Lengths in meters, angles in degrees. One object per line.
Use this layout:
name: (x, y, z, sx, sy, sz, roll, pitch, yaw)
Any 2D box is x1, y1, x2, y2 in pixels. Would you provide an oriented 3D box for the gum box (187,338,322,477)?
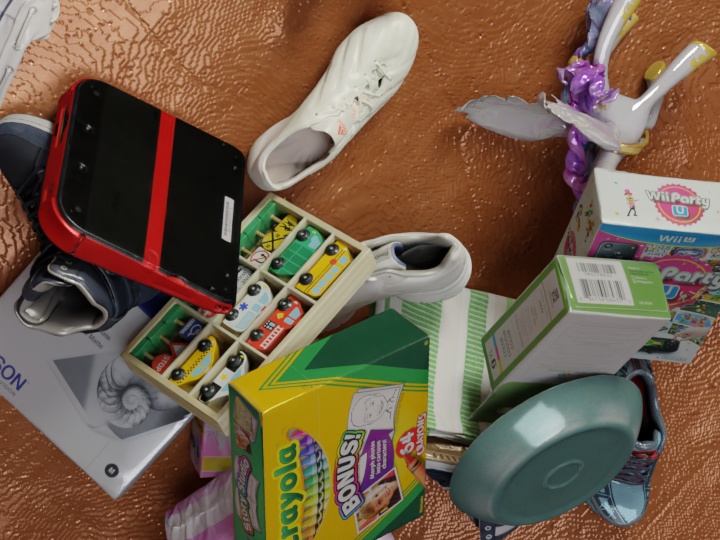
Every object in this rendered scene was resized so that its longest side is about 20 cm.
gum box: (-0.053, 0.126, 1.688, 0.199, 0.066, 0.114, 1, 107, -16)

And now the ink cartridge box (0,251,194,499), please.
ink cartridge box: (-0.219, 0.062, 1.599, 0.199, 0.041, 0.200, 41, 93, 1)

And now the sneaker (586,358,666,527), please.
sneaker: (0.253, 0.167, 1.768, 0.079, 0.096, 0.201, -10, 110, -11)

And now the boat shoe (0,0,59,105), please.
boat shoe: (-0.284, -0.217, 1.515, 0.065, 0.074, 0.200, 25, 110, -26)

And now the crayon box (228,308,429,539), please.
crayon box: (-0.025, 0.154, 1.541, 0.172, 0.058, 0.201, -24, 131, -31)

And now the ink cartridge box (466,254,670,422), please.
ink cartridge box: (0.176, 0.065, 1.615, 0.103, 0.060, 0.200, 4, 146, -25)

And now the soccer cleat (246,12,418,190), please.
soccer cleat: (-0.018, -0.143, 1.600, 0.200, 0.078, 0.069, -45, 113, 3)

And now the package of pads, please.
package of pads: (-0.070, 0.251, 1.677, 0.120, 0.076, 0.200, -31, 135, 27)

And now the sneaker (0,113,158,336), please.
sneaker: (-0.259, -0.035, 1.511, 0.202, 0.146, 0.077, 44, 126, 1)

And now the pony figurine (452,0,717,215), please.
pony figurine: (0.209, -0.146, 1.636, 0.193, 0.166, 0.201, 29, 84, -30)

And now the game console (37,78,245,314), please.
game console: (-0.179, -0.065, 1.528, 0.176, 0.201, 0.031, 27, 129, -24)

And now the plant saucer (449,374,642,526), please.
plant saucer: (0.177, 0.174, 1.656, 0.199, 0.036, 0.201, -19, 145, -14)

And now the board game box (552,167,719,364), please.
board game box: (0.255, -0.001, 1.641, 0.147, 0.065, 0.200, 5, 143, -8)

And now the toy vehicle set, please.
toy vehicle set: (-0.094, 0.034, 1.550, 0.200, 0.124, 0.027, -49, 145, -19)

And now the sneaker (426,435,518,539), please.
sneaker: (0.097, 0.200, 1.726, 0.199, 0.070, 0.109, 7, 124, -36)

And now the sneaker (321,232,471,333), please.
sneaker: (0.000, 0.000, 1.606, 0.199, 0.087, 0.075, -16, 74, -3)

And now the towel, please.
towel: (0.092, 0.086, 1.682, 0.199, 0.023, 0.154, 15, 69, -27)
